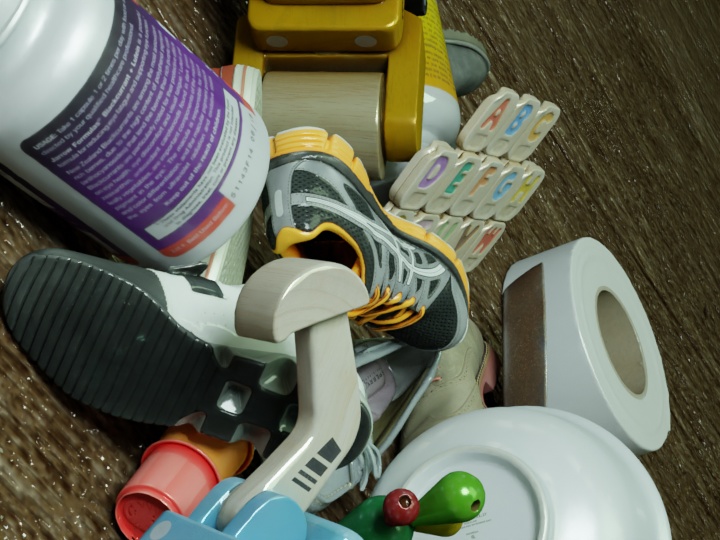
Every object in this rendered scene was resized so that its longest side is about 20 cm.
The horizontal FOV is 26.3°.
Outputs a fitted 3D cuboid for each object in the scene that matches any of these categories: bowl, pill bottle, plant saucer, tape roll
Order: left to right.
[{"bbox_3d":[-0.145,-0.090,0.782,0.200,0.111,0.112,40,38,-45],"label":"pill bottle"},{"bbox_3d":[0.011,-0.137,1.117,0.113,0.113,0.200,25,50,-55],"label":"pill bottle"},{"bbox_3d":[0.076,0.161,0.907,0.090,0.201,0.202,47,32,-56],"label":"bowl"},{"bbox_3d":[0.124,0.094,1.176,0.200,0.034,0.201,0,90,-86],"label":"plant saucer"},{"bbox_3d":[0.204,0.075,1.381,0.202,0.071,0.203,44,35,-41],"label":"tape roll"}]

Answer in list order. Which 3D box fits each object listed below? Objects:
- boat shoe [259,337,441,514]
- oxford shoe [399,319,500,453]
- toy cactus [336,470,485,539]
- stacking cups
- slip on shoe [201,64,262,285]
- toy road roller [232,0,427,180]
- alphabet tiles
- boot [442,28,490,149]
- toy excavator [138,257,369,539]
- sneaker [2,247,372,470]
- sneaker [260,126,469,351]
[{"bbox_3d":[-0.005,0.090,0.971,0.075,0.065,0.202,65,26,-7],"label":"boat shoe"},{"bbox_3d":[0.049,0.083,1.087,0.075,0.070,0.200,58,17,-14],"label":"oxford shoe"},{"bbox_3d":[-0.013,0.180,0.824,0.165,0.200,0.102,29,31,10],"label":"toy cactus"},{"bbox_3d":[-0.078,0.081,0.857,0.061,0.060,0.200,62,32,-14],"label":"stacking cups"},{"bbox_3d":[-0.097,-0.031,0.900,0.074,0.061,0.200,89,6,-67],"label":"slip on shoe"},{"bbox_3d":[-0.023,-0.169,0.991,0.146,0.123,0.200,77,15,-66],"label":"toy road roller"},{"bbox_3d":[0.064,-0.040,1.076,0.015,0.196,0.200,43,17,22],"label":"alphabet tiles"},{"bbox_3d":[0.065,-0.098,1.240,0.182,0.073,0.200,3,61,-47],"label":"boot"},{"bbox_3d":[-0.040,0.121,0.738,0.200,0.100,0.195,-48,121,-26],"label":"toy excavator"},{"bbox_3d":[-0.090,0.036,0.804,0.200,0.074,0.089,26,24,-16],"label":"sneaker"},{"bbox_3d":[0.000,0.000,0.949,0.200,0.078,0.077,42,36,-37],"label":"sneaker"}]
